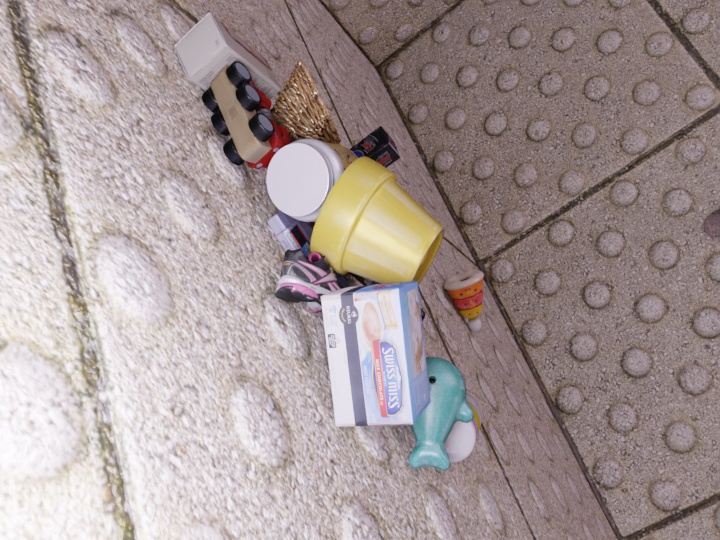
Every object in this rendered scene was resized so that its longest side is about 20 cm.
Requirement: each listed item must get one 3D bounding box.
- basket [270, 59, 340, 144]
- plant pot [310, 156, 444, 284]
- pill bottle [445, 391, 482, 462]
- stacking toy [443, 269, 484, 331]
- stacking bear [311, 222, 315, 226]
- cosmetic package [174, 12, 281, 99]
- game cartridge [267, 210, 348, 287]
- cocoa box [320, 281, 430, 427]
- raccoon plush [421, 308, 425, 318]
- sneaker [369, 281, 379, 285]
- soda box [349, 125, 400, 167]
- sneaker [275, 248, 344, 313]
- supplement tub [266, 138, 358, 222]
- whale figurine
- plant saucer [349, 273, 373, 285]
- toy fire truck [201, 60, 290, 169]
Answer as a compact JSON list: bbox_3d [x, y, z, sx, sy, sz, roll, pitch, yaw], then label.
[{"bbox_3d":[-0.096,-0.330,1.431,0.140,0.152,0.200,30,-1,5],"label":"basket"},{"bbox_3d":[0.039,-0.065,1.162,0.186,0.205,0.200,30,11,13],"label":"plant pot"},{"bbox_3d":[0.195,0.308,1.366,0.106,0.103,0.200,59,16,4],"label":"pill bottle"},{"bbox_3d":[0.377,0.112,2.282,0.146,0.142,0.206,-56,128,-72],"label":"stacking toy"},{"bbox_3d":[-0.029,-0.098,1.436,0.197,0.120,0.117,28,58,-37],"label":"stacking bear"},{"bbox_3d":[-0.254,-0.392,1.296,0.089,0.102,0.199,61,15,19],"label":"cosmetic package"},{"bbox_3d":[-0.094,-0.030,1.255,0.203,0.038,0.130,57,12,-10],"label":"game cartridge"},{"bbox_3d":[0.029,0.127,1.044,0.133,0.127,0.207,-11,95,-71],"label":"cocoa box"},{"bbox_3d":[0.047,0.089,1.441,0.132,0.099,0.199,22,9,-43],"label":"raccoon plush"},{"bbox_3d":[0.013,0.093,1.211,0.075,0.078,0.202,46,52,-15],"label":"sneaker"},{"bbox_3d":[-0.004,-0.256,1.618,0.070,0.197,0.064,34,27,-51],"label":"soda box"},{"bbox_3d":[-0.065,0.017,1.122,0.199,0.078,0.089,30,59,-60],"label":"sneaker"},{"bbox_3d":[-0.080,-0.167,1.241,0.148,0.143,0.199,59,18,4],"label":"supplement tub"},{"bbox_3d":[0.129,0.254,1.211,0.105,0.154,0.205,80,16,-58],"label":"whale figurine"},{"bbox_3d":[0.000,0.000,1.353,0.198,0.030,0.200,39,-6,4],"label":"plant saucer"},{"bbox_3d":[-0.193,-0.271,1.271,0.198,0.127,0.180,4,55,-58],"label":"toy fire truck"}]
